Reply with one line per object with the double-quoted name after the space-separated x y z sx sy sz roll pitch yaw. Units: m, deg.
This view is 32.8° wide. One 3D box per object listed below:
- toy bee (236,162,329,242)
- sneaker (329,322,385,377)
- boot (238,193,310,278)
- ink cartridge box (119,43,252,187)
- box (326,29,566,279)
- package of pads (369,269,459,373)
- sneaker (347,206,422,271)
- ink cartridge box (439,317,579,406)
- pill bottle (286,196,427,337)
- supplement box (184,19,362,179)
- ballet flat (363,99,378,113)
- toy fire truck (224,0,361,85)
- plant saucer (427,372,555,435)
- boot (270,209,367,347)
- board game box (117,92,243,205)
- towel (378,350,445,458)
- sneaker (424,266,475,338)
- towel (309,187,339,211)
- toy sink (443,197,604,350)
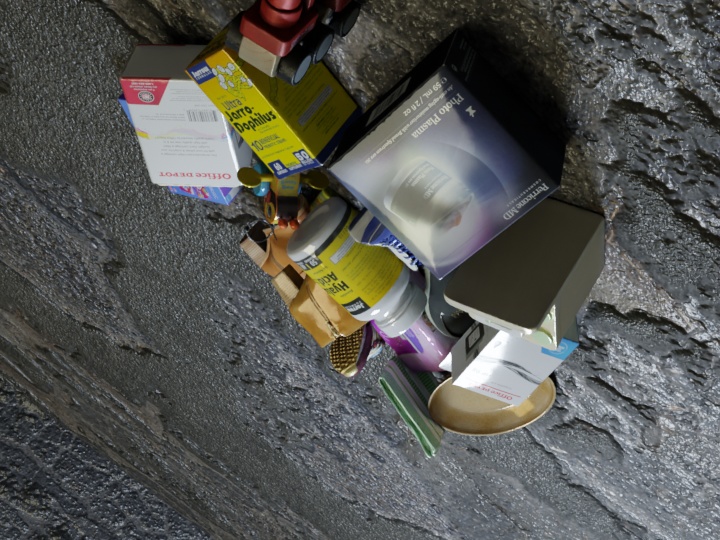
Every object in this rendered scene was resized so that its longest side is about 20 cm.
-0.104 -0.111 1.744 0.109 0.130 0.201 -125 21 -52 "toy bee"
0.005 0.115 1.948 0.075 0.201 0.090 -34 116 21 "sneaker"
-0.087 -0.033 1.913 0.154 0.074 0.200 40 150 -13 "boot"
-0.246 -0.222 1.761 0.146 0.086 0.201 3 139 10 "ink cartridge box"
0.104 -0.134 1.446 0.198 0.124 0.200 43 120 -14 "box"
0.077 0.073 1.896 0.200 0.076 0.120 49 147 -20 "package of pads"
0.057 -0.057 1.647 0.115 0.081 0.199 42 -167 1 "sneaker"
0.206 0.120 1.731 0.115 0.067 0.200 20 133 -18 "ink cartridge box"
0.000 0.000 1.733 0.200 0.112 0.111 43 151 -18 "pill bottle"
-0.114 -0.236 1.624 0.200 0.110 0.108 49 149 -20 "supplement box"
0.062 -0.195 1.537 0.071 0.071 0.199 48 149 -19 "ballet flat"
-0.071 -0.342 1.372 0.128 0.176 0.201 32 140 8 "toy fire truck"
0.201 0.188 1.890 0.198 0.036 0.201 -3 141 -3 "plant saucer"
-0.029 0.016 1.833 0.144 0.071 0.201 48 119 -3 "boot"
-0.281 -0.199 1.925 0.134 0.045 0.201 14 144 35 "board game box"
0.090 0.198 1.950 0.023 0.200 0.153 -32 97 19 "towel"
0.147 0.048 1.751 0.106 0.074 0.201 46 161 41 "sneaker"
-0.056 -0.063 1.910 0.086 0.018 0.200 44 152 -1 "towel"
0.208 0.016 1.544 0.129 0.201 0.113 20 147 25 "toy sink"
